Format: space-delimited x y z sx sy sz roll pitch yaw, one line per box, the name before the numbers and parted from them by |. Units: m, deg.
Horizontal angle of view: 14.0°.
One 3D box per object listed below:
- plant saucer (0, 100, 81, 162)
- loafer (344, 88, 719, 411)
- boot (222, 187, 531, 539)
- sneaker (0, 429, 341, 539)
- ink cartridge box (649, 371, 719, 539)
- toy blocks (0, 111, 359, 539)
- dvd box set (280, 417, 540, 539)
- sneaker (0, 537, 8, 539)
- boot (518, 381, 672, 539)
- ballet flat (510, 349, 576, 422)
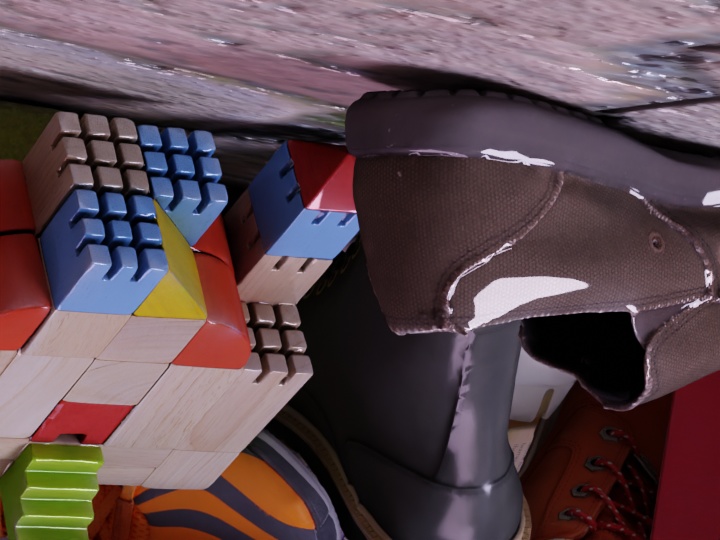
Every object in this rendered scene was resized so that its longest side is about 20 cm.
plant saucer | -0.177 -0.031 1.011 0.199 0.048 0.200 8 176 7
loafer | 0.072 0.003 0.788 0.199 0.071 0.073 12 174 -36
boot | 0.000 0.000 0.978 0.077 0.139 0.200 -23 -131 -27
sneaker | -0.112 0.079 0.970 0.199 0.078 0.112 17 -160 22
ink cartridge box | 0.150 0.097 0.991 0.084 0.201 0.175 7 175 30
toy blocks | -0.086 0.008 0.872 0.199 0.100 0.137 5 145 -31
dvd box set | 0.024 0.104 1.165 0.199 0.147 0.029 -5 -135 -33
sneaker | -0.161 0.096 1.119 0.071 0.113 0.200 -31 175 -40
boot | 0.090 0.086 1.031 0.075 0.200 0.107 40 168 -7
ballet flat | 0.057 0.020 1.039 0.067 0.071 0.200 6 176 -4
